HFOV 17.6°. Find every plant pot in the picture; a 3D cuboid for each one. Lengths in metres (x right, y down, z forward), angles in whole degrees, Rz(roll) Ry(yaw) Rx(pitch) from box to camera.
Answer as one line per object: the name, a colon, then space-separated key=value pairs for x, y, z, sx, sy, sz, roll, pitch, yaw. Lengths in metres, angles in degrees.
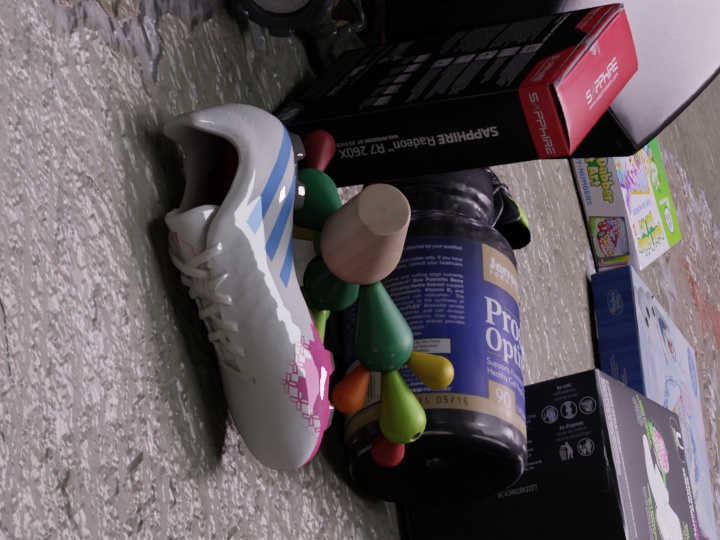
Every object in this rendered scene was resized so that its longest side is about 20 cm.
plant pot: x=0.130 y=-0.181 z=1.539 sx=0.200 sy=0.199 sz=0.178 roll=49 pitch=56 yaw=-38

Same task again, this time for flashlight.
flashlight: x=-0.043 y=-0.229 z=1.452 sx=0.068 sy=0.068 sz=0.200 roll=49 pitch=27 yaw=-34

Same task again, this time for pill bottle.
pill bottle: x=0.044 y=0.035 z=1.440 sx=0.112 sy=0.112 sz=0.201 roll=48 pitch=35 yaw=-53

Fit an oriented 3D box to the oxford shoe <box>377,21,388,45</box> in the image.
oxford shoe: x=0.058 y=-0.174 z=1.639 sx=0.071 sy=0.071 sz=0.200 roll=21 pitch=47 yaw=-27

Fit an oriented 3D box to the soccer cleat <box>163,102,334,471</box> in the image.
soccer cleat: x=-0.069 y=0.008 z=1.242 sx=0.086 sy=0.070 sz=0.201 roll=5 pitch=73 yaw=-47

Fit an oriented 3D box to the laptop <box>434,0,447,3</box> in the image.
laptop: x=-0.005 y=-0.237 z=1.350 sx=0.177 sy=0.103 sz=0.200 roll=21 pitch=42 yaw=-23

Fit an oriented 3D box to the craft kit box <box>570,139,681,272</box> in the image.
craft kit box: x=0.237 y=-0.105 z=2.152 sx=0.200 sy=0.048 sz=0.198 roll=-28 pitch=107 yaw=-69

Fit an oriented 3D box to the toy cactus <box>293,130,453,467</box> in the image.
toy cactus: x=0.000 y=0.000 z=1.310 sx=0.165 sy=0.102 sz=0.201 roll=125 pitch=-49 yaw=-63

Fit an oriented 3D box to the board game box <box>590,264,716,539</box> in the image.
board game box: x=0.261 y=0.127 z=2.068 sx=0.199 sy=0.043 sz=0.201 roll=45 pitch=37 yaw=-55

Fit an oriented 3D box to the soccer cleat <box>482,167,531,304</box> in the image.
soccer cleat: x=0.077 y=-0.046 z=1.625 sx=0.068 sy=0.081 sz=0.201 roll=50 pitch=33 yaw=-51

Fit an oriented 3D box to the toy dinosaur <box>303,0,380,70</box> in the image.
toy dinosaur: x=0.006 y=-0.134 z=1.545 sx=0.200 sy=0.047 sz=0.088 roll=63 pitch=38 yaw=-34

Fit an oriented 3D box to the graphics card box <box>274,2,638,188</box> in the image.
graphics card box: x=0.054 y=-0.103 z=1.399 sx=0.126 sy=0.199 sz=0.051 roll=-50 pitch=127 yaw=-52

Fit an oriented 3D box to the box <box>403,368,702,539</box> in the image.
box: x=0.129 y=0.153 z=1.539 sx=0.200 sy=0.148 sz=0.125 roll=28 pitch=50 yaw=-64
